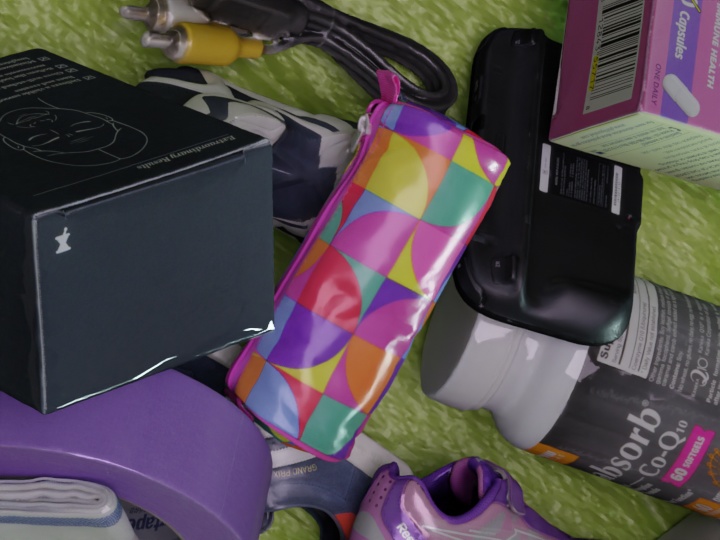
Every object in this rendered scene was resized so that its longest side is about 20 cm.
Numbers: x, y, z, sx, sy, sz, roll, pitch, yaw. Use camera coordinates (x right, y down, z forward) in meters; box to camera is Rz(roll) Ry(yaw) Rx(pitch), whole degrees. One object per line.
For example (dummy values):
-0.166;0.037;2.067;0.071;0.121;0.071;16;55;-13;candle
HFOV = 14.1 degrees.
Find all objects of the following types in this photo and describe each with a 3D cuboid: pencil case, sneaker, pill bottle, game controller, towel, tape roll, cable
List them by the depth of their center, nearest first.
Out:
-0.174;0.159;1.537;0.146;0.200;0.024;1;60;12;towel
-0.149;0.113;1.539;0.199;0.200;0.066;19;58;-13;tape roll
0.000;0.000;1.547;0.088;0.088;0.201;26;91;-13;pencil case
-0.063;-0.065;1.609;0.199;0.129;0.080;6;108;-50;sneaker
0.106;-0.049;1.613;0.104;0.042;0.201;22;51;-19;game controller
-0.067;0.095;1.620;0.200;0.075;0.085;35;83;-13;sneaker
-0.041;-0.135;1.625;0.199;0.097;0.050;19;133;-31;cable
0.075;0.149;1.631;0.199;0.080;0.089;8;99;-33;sneaker
0.142;0.059;1.642;0.199;0.116;0.117;19;91;-13;pill bottle

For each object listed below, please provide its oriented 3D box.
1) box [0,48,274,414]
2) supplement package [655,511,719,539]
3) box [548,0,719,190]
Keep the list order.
-0.160;-0.026;1.475;0.148;0.200;0.108;-19;119;-37;box
0.289;0.159;1.682;0.200;0.120;0.121;-37;103;-6;supplement package
0.221;-0.138;1.613;0.199;0.097;0.177;15;77;-25;box
